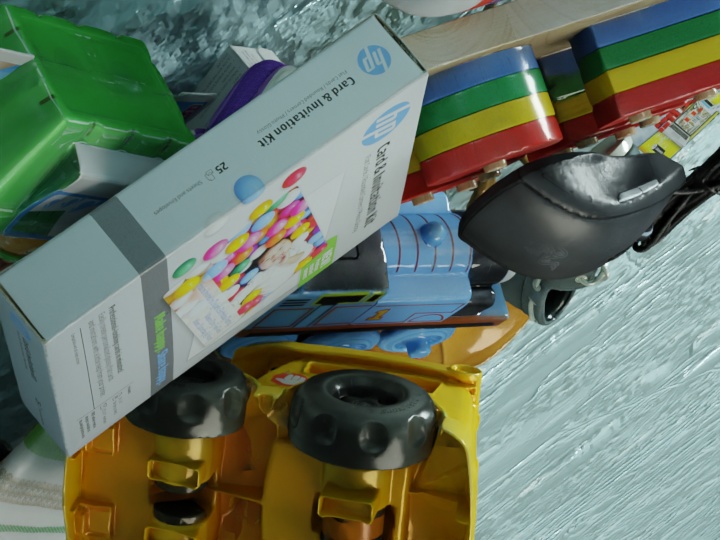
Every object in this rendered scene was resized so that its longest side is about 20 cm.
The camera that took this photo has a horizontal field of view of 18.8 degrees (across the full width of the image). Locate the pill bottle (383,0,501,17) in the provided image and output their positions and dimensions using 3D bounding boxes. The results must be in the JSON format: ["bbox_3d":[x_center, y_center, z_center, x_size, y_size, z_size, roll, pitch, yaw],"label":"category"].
[{"bbox_3d":[0.088,-0.189,1.011,0.200,0.112,0.113,-20,150,-38],"label":"pill bottle"}]

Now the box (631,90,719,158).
[{"bbox_3d":[0.198,-0.143,1.350,0.137,0.038,0.200,-44,156,10],"label":"box"}]

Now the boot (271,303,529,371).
[{"bbox_3d":[0.032,0.025,1.358,0.201,0.071,0.144,-34,159,-1],"label":"boot"}]

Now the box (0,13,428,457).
[{"bbox_3d":[-0.064,-0.012,0.958,0.200,0.041,0.156,-37,165,-17],"label":"box"}]

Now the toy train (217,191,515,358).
[{"bbox_3d":[0.000,0.000,1.190,0.200,0.087,0.114,-1,160,-34],"label":"toy train"}]

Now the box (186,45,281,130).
[{"bbox_3d":[-0.101,-0.027,1.109,0.200,0.041,0.039,-51,155,22],"label":"box"}]

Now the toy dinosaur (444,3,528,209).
[{"bbox_3d":[0.071,-0.092,1.254,0.106,0.060,0.200,-67,158,-17],"label":"toy dinosaur"}]

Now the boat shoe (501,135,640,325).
[{"bbox_3d":[0.125,-0.021,1.255,0.073,0.062,0.200,-40,176,-24],"label":"boat shoe"}]

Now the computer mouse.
[{"bbox_3d":[0.148,-0.040,1.092,0.140,0.046,0.200,-39,159,31],"label":"computer mouse"}]

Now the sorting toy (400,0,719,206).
[{"bbox_3d":[0.082,-0.088,1.087,0.198,0.070,0.200,-19,179,-15],"label":"sorting toy"}]

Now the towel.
[{"bbox_3d":[-0.163,0.143,1.168,0.200,0.031,0.149,-48,151,20],"label":"towel"}]

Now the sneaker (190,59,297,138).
[{"bbox_3d":[-0.104,-0.032,1.041,0.200,0.083,0.081,-45,166,14],"label":"sneaker"}]

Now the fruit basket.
[{"bbox_3d":[-0.174,-0.023,0.945,0.200,0.094,0.185,-42,160,18],"label":"fruit basket"}]

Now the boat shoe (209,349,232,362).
[{"bbox_3d":[-0.129,0.100,1.272,0.200,0.072,0.068,-44,163,33],"label":"boat shoe"}]

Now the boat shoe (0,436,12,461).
[{"bbox_3d":[-0.211,0.121,1.181,0.075,0.062,0.200,-30,154,-20],"label":"boat shoe"}]

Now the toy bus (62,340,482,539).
[{"bbox_3d":[-0.032,0.092,1.108,0.192,0.200,0.136,-63,160,-66],"label":"toy bus"}]
